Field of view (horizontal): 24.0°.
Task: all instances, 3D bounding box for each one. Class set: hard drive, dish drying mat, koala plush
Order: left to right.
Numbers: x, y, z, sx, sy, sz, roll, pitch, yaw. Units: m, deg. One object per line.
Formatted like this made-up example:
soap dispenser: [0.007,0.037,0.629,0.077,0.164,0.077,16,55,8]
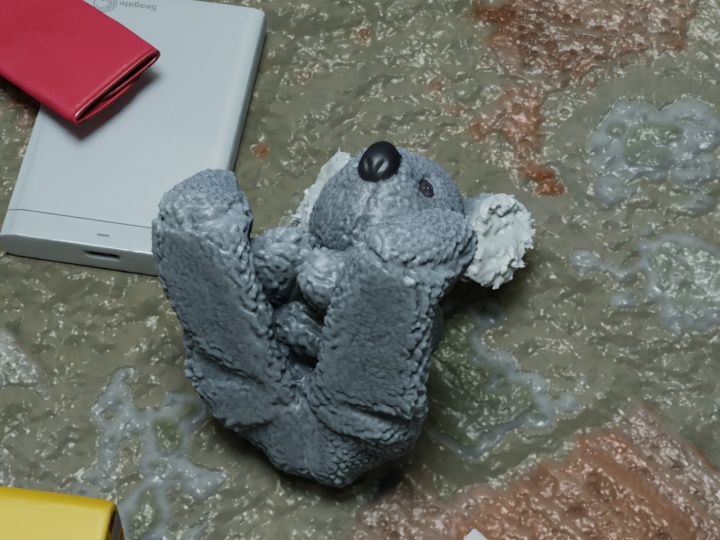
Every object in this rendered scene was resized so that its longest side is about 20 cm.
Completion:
dish drying mat: [-0.221,-0.160,1.118,0.199,0.018,0.077,34,64,32]
hard drive: [-0.143,-0.093,1.097,0.130,0.027,0.202,8,59,5]
koala plush: [0.000,0.000,0.984,0.176,0.185,0.200,10,37,20]

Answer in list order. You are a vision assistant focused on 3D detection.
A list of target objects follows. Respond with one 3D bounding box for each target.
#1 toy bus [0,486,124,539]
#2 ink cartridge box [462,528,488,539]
toy bus: [-0.231,0.154,0.915,0.198,0.079,0.066,7,58,4]
ink cartridge box: [0.099,0.240,0.823,0.199,0.147,0.083,38,64,20]
